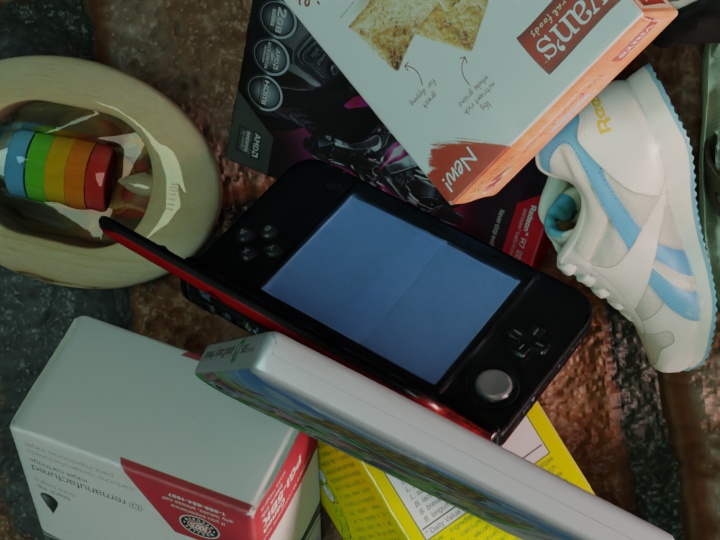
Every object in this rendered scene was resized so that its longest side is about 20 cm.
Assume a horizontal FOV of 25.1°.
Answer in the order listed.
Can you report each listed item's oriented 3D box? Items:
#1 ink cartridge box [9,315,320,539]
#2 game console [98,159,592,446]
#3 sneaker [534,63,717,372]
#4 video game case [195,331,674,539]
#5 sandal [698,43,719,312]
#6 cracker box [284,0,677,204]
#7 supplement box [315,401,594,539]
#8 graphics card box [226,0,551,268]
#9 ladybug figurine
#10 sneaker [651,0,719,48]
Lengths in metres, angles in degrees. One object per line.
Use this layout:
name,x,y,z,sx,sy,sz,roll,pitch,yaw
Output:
ink cartridge box,-0.104,0.135,0.920,0.146,0.083,0.200,17,143,14
game console,0.000,0.000,0.815,0.199,0.172,0.119,28,146,22
sneaker,0.142,-0.019,0.874,0.080,0.077,0.201,-19,129,3
video game case,0.025,0.084,0.756,0.199,0.182,0.022,28,80,-10
sandal,0.223,-0.049,0.897,0.079,0.057,0.202,-8,94,14
cracker box,0.037,-0.151,0.788,0.134,0.058,0.200,-45,77,27
supplement box,0.053,0.129,0.911,0.109,0.109,0.201,-31,88,-22
graphics card box,0.028,-0.088,0.918,0.199,0.051,0.126,24,131,10
ladybug figurine,-0.174,-0.061,0.981,0.199,0.072,0.136,16,100,10
sneaker,0.217,-0.120,0.750,0.200,0.076,0.088,-15,105,51
